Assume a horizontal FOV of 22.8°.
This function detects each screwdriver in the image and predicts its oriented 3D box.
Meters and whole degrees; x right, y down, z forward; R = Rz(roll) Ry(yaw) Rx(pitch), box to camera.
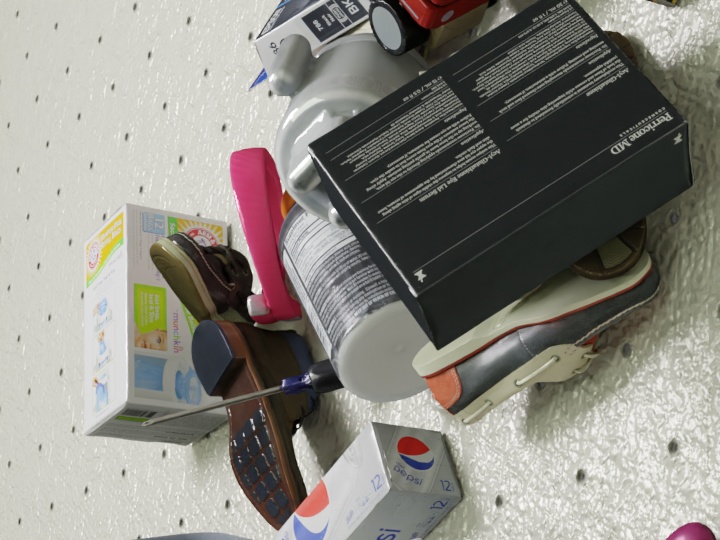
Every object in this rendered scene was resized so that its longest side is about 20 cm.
[{"bbox_3d":[-0.078,0.097,1.439,0.029,0.199,0.028,-98,-5,-66],"label":"screwdriver"}]

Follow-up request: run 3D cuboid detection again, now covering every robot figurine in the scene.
[{"bbox_3d":[0.001,-0.109,1.351,0.113,0.170,0.200,-40,16,26],"label":"robot figurine"}]

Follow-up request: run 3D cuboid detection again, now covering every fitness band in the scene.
[{"bbox_3d":[-0.082,-0.028,1.513,0.200,0.037,0.144,70,-169,-83],"label":"fitness band"}]

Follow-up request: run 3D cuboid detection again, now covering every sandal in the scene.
[{"bbox_3d":[0.157,-0.074,1.202,0.081,0.055,0.201,-12,57,10],"label":"sandal"}]

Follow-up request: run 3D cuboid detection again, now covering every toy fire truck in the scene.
[{"bbox_3d":[0.048,-0.286,1.289,0.176,0.128,0.200,52,154,17],"label":"toy fire truck"}]

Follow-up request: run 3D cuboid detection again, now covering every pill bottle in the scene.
[{"bbox_3d":[0.000,0.000,1.395,0.106,0.106,0.200,-61,36,28],"label":"pill bottle"}]

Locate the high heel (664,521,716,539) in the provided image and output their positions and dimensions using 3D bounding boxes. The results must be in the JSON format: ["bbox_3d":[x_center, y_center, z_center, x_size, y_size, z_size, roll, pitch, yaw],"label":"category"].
[{"bbox_3d":[0.149,0.240,1.091,0.067,0.096,0.201,41,116,55],"label":"high heel"}]

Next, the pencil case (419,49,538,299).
[{"bbox_3d":[0.087,-0.067,1.251,0.078,0.089,0.200,69,-164,-46],"label":"pencil case"}]

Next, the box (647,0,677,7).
[{"bbox_3d":[0.190,-0.299,1.223,0.160,0.049,0.201,39,115,53],"label":"box"}]

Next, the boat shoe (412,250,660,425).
[{"bbox_3d":[0.126,0.047,1.215,0.200,0.063,0.071,-29,13,34],"label":"boat shoe"}]

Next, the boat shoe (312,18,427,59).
[{"bbox_3d":[0.020,-0.185,1.459,0.200,0.060,0.072,-17,27,53],"label":"boat shoe"}]

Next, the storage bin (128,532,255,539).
[{"bbox_3d":[-0.144,0.305,1.529,0.200,0.145,0.135,-5,88,58],"label":"storage bin"}]

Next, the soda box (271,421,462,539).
[{"bbox_3d":[-0.006,0.201,1.385,0.200,0.068,0.064,-53,40,38],"label":"soda box"}]

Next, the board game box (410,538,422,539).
[{"bbox_3d":[0.050,0.312,1.189,0.200,0.041,0.200,83,174,-56],"label":"board game box"}]

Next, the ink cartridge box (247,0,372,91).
[{"bbox_3d":[-0.021,-0.225,1.475,0.200,0.039,0.100,-27,24,39],"label":"ink cartridge box"}]

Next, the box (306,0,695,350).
[{"bbox_3d":[0.090,-0.066,1.137,0.200,0.079,0.141,-32,55,-5],"label":"box"}]

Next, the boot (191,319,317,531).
[{"bbox_3d":[-0.062,0.123,1.494,0.075,0.097,0.200,-49,55,40],"label":"boot"}]

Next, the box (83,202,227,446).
[{"bbox_3d":[-0.192,0.052,1.687,0.101,0.112,0.201,-35,52,51],"label":"box"}]

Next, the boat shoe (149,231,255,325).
[{"bbox_3d":[-0.126,0.007,1.547,0.066,0.201,0.072,-43,67,-10],"label":"boat shoe"}]
